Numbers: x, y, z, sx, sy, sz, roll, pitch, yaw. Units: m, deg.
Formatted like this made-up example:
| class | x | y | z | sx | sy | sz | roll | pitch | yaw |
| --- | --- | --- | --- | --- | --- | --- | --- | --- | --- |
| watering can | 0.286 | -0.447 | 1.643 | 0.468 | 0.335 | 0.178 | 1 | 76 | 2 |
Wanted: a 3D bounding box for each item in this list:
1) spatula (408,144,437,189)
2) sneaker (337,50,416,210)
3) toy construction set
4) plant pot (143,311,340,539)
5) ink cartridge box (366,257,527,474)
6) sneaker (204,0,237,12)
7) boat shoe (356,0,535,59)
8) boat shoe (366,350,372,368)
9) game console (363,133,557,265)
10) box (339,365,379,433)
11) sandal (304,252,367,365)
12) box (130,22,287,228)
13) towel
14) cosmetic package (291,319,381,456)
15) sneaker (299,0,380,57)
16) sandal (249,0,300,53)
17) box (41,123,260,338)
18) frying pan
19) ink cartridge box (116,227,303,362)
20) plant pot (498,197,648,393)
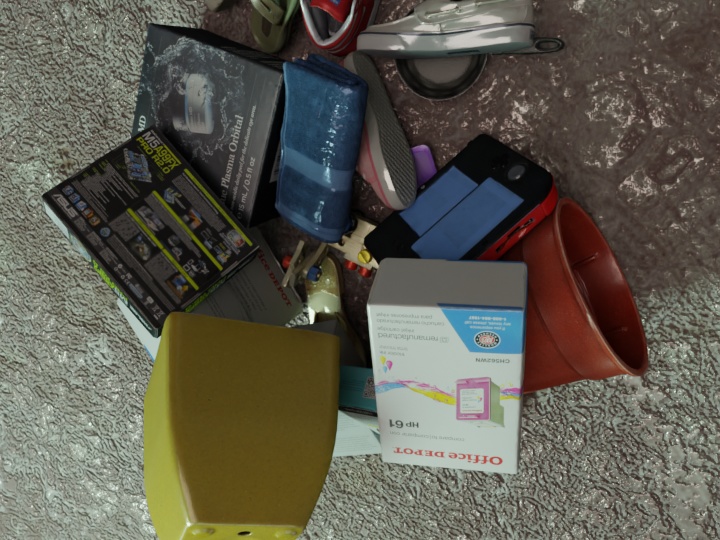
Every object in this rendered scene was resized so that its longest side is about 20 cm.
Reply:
| class | x | y | z | sx | sy | sz | roll | pitch | yaw |
| --- | --- | --- | --- | --- | --- | --- | --- | --- | --- |
| spatula | 0.088 | -0.056 | 0.845 | 0.056 | 0.021 | 0.204 | -13 | 100 | 22 |
| sneaker | -0.004 | -0.154 | 0.813 | 0.104 | 0.075 | 0.204 | -26 | 78 | 32 |
| toy construction set | 0.000 | 0.000 | 0.859 | 0.197 | 0.092 | 0.133 | 20 | 105 | 2 |
| plant pot | -0.132 | 0.194 | 0.706 | 0.191 | 0.203 | 0.197 | 10 | 139 | -20 |
| ink cartridge box | 0.089 | 0.097 | 0.654 | 0.141 | 0.085 | 0.203 | 2 | 123 | 13 |
| sneaker | -0.144 | -0.422 | 0.802 | 0.198 | 0.077 | 0.112 | -30 | 102 | 31 |
| boat shoe | 0.091 | -0.274 | 0.729 | 0.196 | 0.072 | 0.067 | 1 | 99 | 19 |
| boat shoe | 0.103 | 0.143 | 0.862 | 0.197 | 0.071 | 0.071 | 22 | 156 | -6 |
| game console | 0.104 | -0.060 | 0.738 | 0.199 | 0.177 | 0.031 | -41 | 128 | 3 |
| box | 0.048 | 0.180 | 0.832 | 0.081 | 0.200 | 0.050 | 2 | 63 | 35 |
| sandal | -0.047 | 0.086 | 0.909 | 0.076 | 0.070 | 0.216 | -7 | 102 | 22 |
| box | -0.179 | -0.188 | 0.859 | 0.197 | 0.117 | 0.200 | 23 | 111 | 14 |
| towel | -0.050 | -0.137 | 0.775 | 0.111 | 0.048 | 0.203 | 33 | 128 | 31 |
| cosmetic package | -0.040 | 0.162 | 0.878 | 0.100 | 0.072 | 0.202 | -10 | 132 | 22 |
| sneaker | -0.010 | -0.347 | 0.752 | 0.070 | 0.112 | 0.204 | 19 | 110 | 14 |
| sandal | -0.110 | -0.321 | 0.769 | 0.080 | 0.057 | 0.201 | 55 | 157 | 13 |
| box | -0.241 | -0.049 | 0.775 | 0.200 | 0.160 | 0.044 | 47 | 152 | 1 |
| frying pan | 0.127 | -0.272 | 0.766 | 0.187 | 0.031 | 0.117 | -19 | 97 | 21 |
| ink cartridge box | -0.191 | 0.046 | 0.875 | 0.085 | 0.199 | 0.148 | -30 | 93 | 39 |
| plant pot | 0.189 | 0.053 | 0.755 | 0.194 | 0.200 | 0.203 | -28 | 94 | 33 |
